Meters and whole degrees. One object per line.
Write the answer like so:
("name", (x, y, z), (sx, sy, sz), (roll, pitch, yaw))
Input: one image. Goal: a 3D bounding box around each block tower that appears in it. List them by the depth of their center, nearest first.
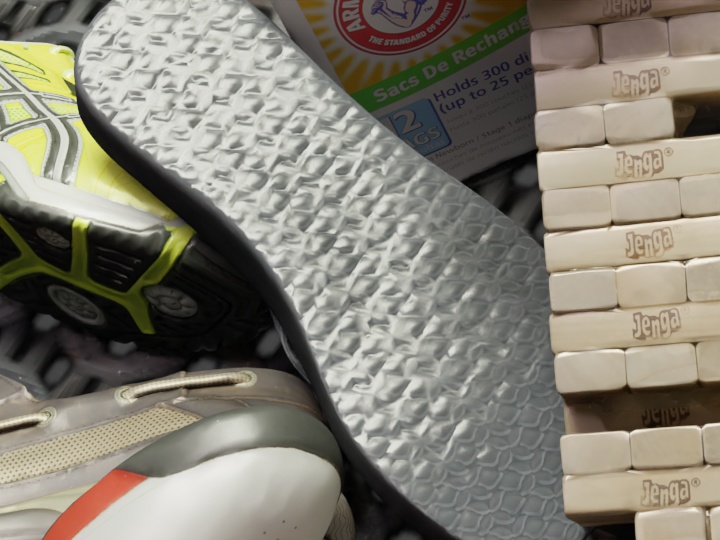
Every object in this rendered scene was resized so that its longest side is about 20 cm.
("block tower", (0.073, -0.028, 0.711), (0.054, 0.058, 0.200), (-5, 81, 8))

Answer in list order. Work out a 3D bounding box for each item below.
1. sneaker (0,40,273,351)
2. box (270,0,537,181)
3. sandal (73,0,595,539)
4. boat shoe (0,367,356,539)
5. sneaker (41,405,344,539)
("sneaker", (-0.096, -0.034, 0.854), (0.200, 0.075, 0.076), (18, 63, 33))
("box", (0.067, -0.121, 0.824), (0.200, 0.113, 0.101), (-24, 47, 7))
("sandal", (0.000, -0.001, 0.771), (0.076, 0.043, 0.200), (-34, 72, -16))
("boat shoe", (-0.098, 0.072, 0.778), (0.200, 0.075, 0.073), (-7, 40, 8))
("sneaker", (-0.065, 0.131, 0.686), (0.201, 0.067, 0.108), (-42, 46, 15))
